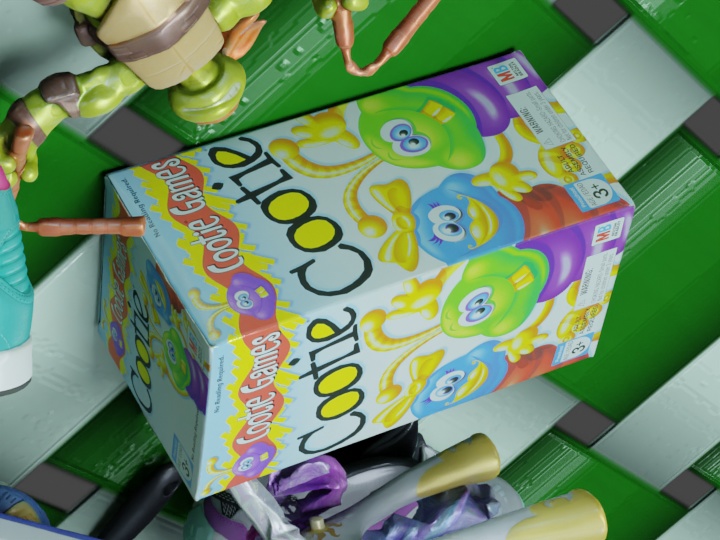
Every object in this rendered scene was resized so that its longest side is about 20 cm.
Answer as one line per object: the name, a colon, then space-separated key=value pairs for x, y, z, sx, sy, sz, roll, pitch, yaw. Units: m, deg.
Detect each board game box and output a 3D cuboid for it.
board game box: x=0.000 y=0.000 z=1.113 sx=0.199 sy=0.103 sz=0.105 roll=-18 pitch=144 yaw=-22

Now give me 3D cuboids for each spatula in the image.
spatula: x=-0.138 y=0.162 z=1.275 sx=0.056 sy=0.021 sz=0.201 roll=-9 pitch=139 yaw=-52

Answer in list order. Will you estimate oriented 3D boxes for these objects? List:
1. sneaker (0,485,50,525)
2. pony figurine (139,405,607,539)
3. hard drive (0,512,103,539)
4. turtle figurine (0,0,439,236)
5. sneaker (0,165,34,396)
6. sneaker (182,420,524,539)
sneaker: x=-0.200 y=0.168 z=1.204 sx=0.200 sy=0.075 sz=0.088 roll=-47 pitch=162 yaw=22
pony figurine: x=-0.017 y=0.131 z=1.142 sx=0.199 sy=0.193 sz=0.168 roll=-16 pitch=107 yaw=-20
hard drive: x=-0.212 y=0.147 z=1.107 sx=0.199 sy=0.025 sz=0.132 roll=17 pitch=119 yaw=-20
turtle figurine: x=-0.072 y=-0.105 z=0.956 sx=0.199 sy=0.065 sz=0.161 roll=-27 pitch=140 yaw=6
sneaker: x=-0.212 y=-0.024 z=0.926 sx=0.198 sy=0.084 sz=0.122 roll=5 pitch=103 yaw=-7
sneaker: x=0.022 y=0.096 z=1.277 sx=0.199 sy=0.078 sz=0.140 roll=-4 pitch=138 yaw=-38
